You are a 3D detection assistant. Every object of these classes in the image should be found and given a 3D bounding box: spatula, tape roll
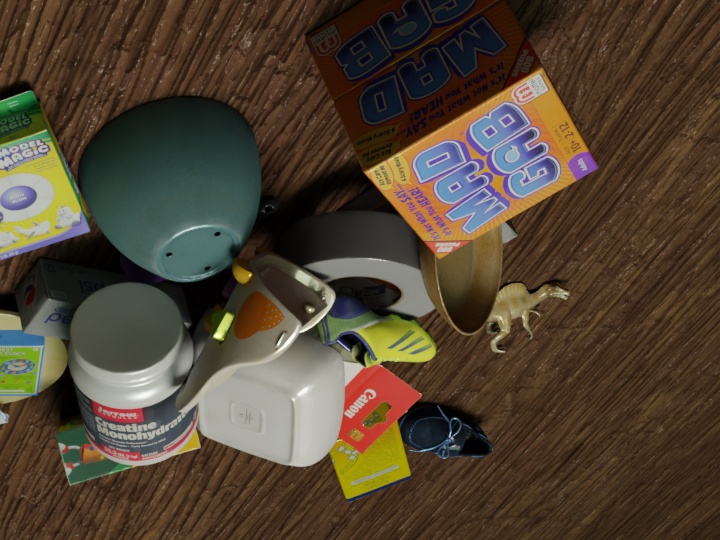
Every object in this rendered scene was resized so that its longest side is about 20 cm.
[{"bbox_3d":[-0.189,-0.039,1.577,0.200,0.021,0.057,-27,121,-2],"label":"spatula"},{"bbox_3d":[0.000,0.000,1.617,0.200,0.066,0.200,1,156,0],"label":"tape roll"}]

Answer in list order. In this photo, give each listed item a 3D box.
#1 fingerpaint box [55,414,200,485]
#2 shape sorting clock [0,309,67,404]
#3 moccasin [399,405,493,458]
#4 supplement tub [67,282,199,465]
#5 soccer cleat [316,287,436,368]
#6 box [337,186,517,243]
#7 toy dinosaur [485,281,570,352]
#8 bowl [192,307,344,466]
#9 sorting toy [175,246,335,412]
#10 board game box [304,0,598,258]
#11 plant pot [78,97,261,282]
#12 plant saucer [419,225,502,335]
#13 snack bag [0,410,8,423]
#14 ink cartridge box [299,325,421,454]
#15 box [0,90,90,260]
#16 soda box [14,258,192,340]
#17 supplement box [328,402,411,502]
[{"bbox_3d":[-0.300,0.212,1.720,0.167,0.073,0.200,-15,-179,-12],"label":"fingerpaint box"},{"bbox_3d":[-0.454,0.105,1.606,0.200,0.039,0.200,-7,148,-5],"label":"shape sorting clock"},{"bbox_3d":[0.142,0.256,2.110,0.200,0.068,0.081,9,105,-47],"label":"moccasin"},{"bbox_3d":[-0.260,0.121,1.536,0.140,0.140,0.200,-14,145,-13],"label":"supplement tub"},{"bbox_3d":[0.018,0.087,1.626,0.065,0.084,0.200,-19,148,37],"label":"soccer cleat"},{"bbox_3d":[0.087,-0.058,1.686,0.158,0.048,0.200,-32,145,14],"label":"box"},{"bbox_3d":[0.204,0.063,1.926,0.200,0.058,0.101,-16,131,-24],"label":"toy dinosaur"},{"bbox_3d":[-0.125,0.157,1.638,0.200,0.075,0.200,18,134,13],"label":"bowl"},{"bbox_3d":[-0.134,0.077,1.474,0.180,0.107,0.200,-52,177,12],"label":"sorting toy"},{"bbox_3d":[0.097,-0.176,1.399,0.200,0.200,0.200,-30,145,11],"label":"board game box"},{"bbox_3d":[-0.191,-0.068,1.440,0.200,0.135,0.200,-16,145,-11],"label":"plant pot"},{"bbox_3d":[0.115,-0.024,1.574,0.035,0.200,0.200,0,155,28],"label":"plant saucer"},{"bbox_3d":[-0.560,0.167,1.620,0.200,0.021,0.189,-18,145,12],"label":"snack bag"},{"bbox_3d":[-0.048,0.150,1.674,0.200,0.050,0.161,38,133,-4],"label":"ink cartridge box"},{"bbox_3d":[-0.362,-0.097,1.383,0.117,0.048,0.200,-19,144,-6],"label":"box"},{"bbox_3d":[-0.304,0.046,1.590,0.200,0.063,0.068,13,132,-41],"label":"soda box"},{"bbox_3d":[-0.002,0.242,1.987,0.109,0.109,0.200,-20,145,-4],"label":"supplement box"}]
